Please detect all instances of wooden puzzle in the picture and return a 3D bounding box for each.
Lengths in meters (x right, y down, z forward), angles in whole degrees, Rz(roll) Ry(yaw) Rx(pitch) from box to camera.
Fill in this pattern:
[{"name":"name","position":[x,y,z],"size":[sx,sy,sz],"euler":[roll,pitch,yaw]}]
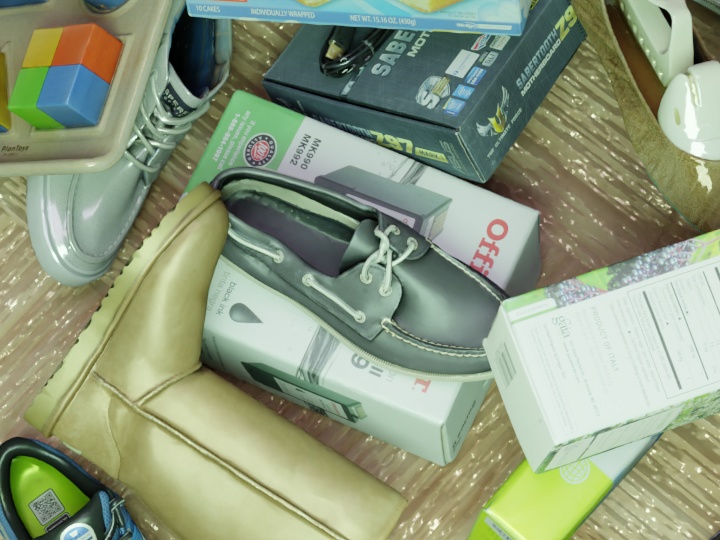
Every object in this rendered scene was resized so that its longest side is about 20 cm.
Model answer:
[{"name":"wooden puzzle","position":[-0.191,-0.147,1.402],"size":[0.184,0.046,0.201],"euler":[-1,61,42]}]

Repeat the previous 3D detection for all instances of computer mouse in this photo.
[{"name":"computer mouse","position":[0.009,-0.197,1.393],"size":[0.058,0.034,0.201],"euler":[-6,49,28]}]

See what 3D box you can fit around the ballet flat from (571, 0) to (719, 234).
[{"name":"ballet flat","position":[0.174,-0.109,1.276],"size":[0.067,0.073,0.201],"euler":[-12,58,-14]}]

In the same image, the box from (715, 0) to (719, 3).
[{"name":"box","position":[0.206,-0.279,1.318],"size":[0.175,0.097,0.200],"euler":[35,76,16]}]

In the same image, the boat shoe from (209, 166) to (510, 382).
[{"name":"boat shoe","position":[0.000,0.000,1.274],"size":[0.199,0.063,0.073],"euler":[26,73,13]}]

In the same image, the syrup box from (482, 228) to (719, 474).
[{"name":"syrup box","position":[0.172,0.031,1.199],"size":[0.199,0.079,0.082],"euler":[-19,77,-9]}]

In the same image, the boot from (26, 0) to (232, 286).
[{"name":"boot","position":[-0.134,-0.091,1.387],"size":[0.095,0.073,0.202],"euler":[-13,58,47]}]

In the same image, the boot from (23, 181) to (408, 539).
[{"name":"boot","position":[-0.058,0.075,1.261],"size":[0.199,0.066,0.176],"euler":[36,103,0]}]

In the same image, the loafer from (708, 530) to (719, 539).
[{"name":"loafer","position":[0.168,0.214,1.266],"size":[0.072,0.063,0.200],"euler":[33,74,16]}]

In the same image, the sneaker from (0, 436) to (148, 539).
[{"name":"sneaker","position":[-0.147,0.172,1.294],"size":[0.078,0.089,0.200],"euler":[-41,71,-10]}]

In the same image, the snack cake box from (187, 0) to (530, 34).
[{"name":"snack cake box","position":[-0.004,-0.202,1.301],"size":[0.198,0.116,0.067],"euler":[5,46,14]}]

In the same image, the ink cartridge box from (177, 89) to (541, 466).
[{"name":"ink cartridge box","position":[-0.009,0.003,1.353],"size":[0.199,0.084,0.147],"euler":[22,72,12]}]

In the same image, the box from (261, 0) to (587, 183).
[{"name":"box","position":[0.058,-0.155,1.388],"size":[0.157,0.051,0.200],"euler":[18,62,40]}]

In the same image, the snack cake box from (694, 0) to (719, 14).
[{"name":"snack cake box","position":[0.190,-0.234,1.416],"size":[0.199,0.115,0.067],"euler":[32,74,15]}]

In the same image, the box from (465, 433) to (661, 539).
[{"name":"box","position":[0.141,0.084,1.287],"size":[0.048,0.122,0.200],"euler":[41,76,9]}]
